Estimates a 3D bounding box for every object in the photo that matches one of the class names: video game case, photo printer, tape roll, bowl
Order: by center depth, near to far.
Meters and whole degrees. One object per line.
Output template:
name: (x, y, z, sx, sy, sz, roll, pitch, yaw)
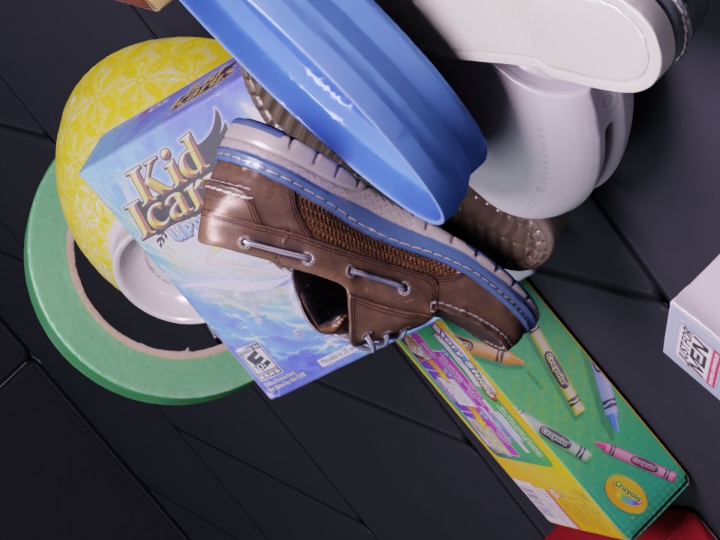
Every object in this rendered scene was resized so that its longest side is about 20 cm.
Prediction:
bowl: (-0.023, -0.102, 1.093, 0.201, 0.039, 0.201, 44, 175, 4)
photo printer: (0.043, -0.114, 1.150, 0.200, 0.069, 0.166, 43, 165, 13)
video game case: (-0.027, -0.038, 1.373, 0.200, 0.045, 0.181, -27, 111, 32)
bowl: (-0.099, -0.032, 1.501, 0.200, 0.108, 0.200, 7, 133, 8)
tape roll: (-0.122, -0.012, 1.633, 0.200, 0.200, 0.048, 46, 167, -2)

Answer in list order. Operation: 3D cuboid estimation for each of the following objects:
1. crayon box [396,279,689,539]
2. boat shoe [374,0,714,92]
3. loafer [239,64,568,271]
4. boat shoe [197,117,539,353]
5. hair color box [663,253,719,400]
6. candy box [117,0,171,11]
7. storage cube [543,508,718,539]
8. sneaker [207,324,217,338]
crayon box: (0.100, 0.073, 1.521, 0.200, 0.058, 0.119, 50, 165, -14)
boat shoe: (0.059, -0.129, 1.026, 0.200, 0.062, 0.073, 23, 143, 36)
loafer: (0.026, -0.075, 1.264, 0.200, 0.068, 0.076, 36, 142, 9)
boat shoe: (0.000, 0.000, 1.220, 0.200, 0.073, 0.072, 30, 174, -27)
hair color box: (0.231, 0.053, 1.010, 0.200, 0.099, 0.061, 42, 166, 17)
candy box: (-0.180, -0.249, 1.450, 0.200, 0.056, 0.117, 53, 164, -29)
storage cube: (0.175, 0.272, 1.611, 0.171, 0.180, 0.200, 49, 165, -10)
sneaker: (-0.087, 0.022, 1.867, 0.075, 0.082, 0.200, 41, 165, 18)
